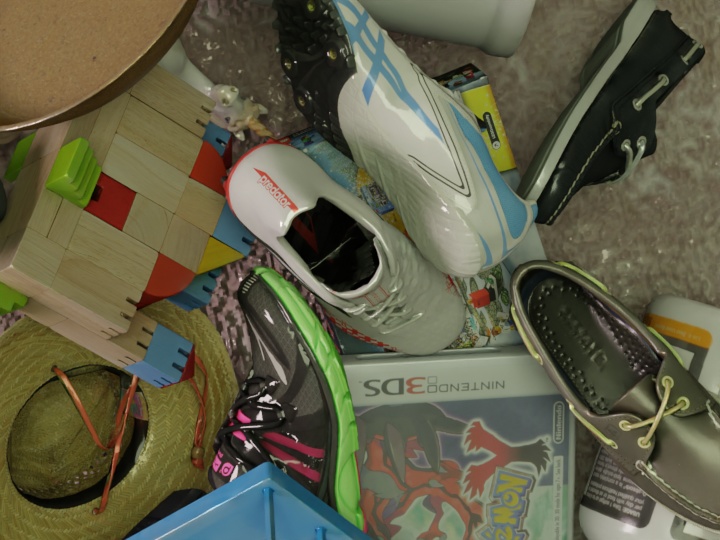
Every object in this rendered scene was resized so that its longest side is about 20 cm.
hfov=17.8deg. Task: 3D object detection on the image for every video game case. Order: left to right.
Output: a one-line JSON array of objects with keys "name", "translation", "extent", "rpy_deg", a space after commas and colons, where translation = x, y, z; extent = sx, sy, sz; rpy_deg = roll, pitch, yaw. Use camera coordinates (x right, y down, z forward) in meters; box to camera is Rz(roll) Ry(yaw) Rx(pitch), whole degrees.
[{"name": "video game case", "translation": [0.040, 0.145, 1.385], "extent": [0.182, 0.023, 0.200], "rpy_deg": [-3, 105, -10]}]

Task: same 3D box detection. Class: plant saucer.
[{"name": "plant saucer", "translation": [-0.155, -0.150, 1.253], "extent": [0.200, 0.200, 0.035], "rpy_deg": [-47, 135, -4]}]

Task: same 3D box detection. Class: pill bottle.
[{"name": "pill bottle", "translation": [0.199, 0.124, 1.384], "extent": [0.116, 0.116, 0.200], "rpy_deg": [20, 89, -6]}]

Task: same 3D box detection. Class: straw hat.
[{"name": "straw hat", "translation": [-0.176, 0.094, 1.353], "extent": [0.201, 0.085, 0.201], "rpy_deg": [-10, 107, -36]}]

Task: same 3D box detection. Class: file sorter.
[{"name": "file sorter", "translation": [-0.039, 0.227, 1.279], "extent": [0.139, 0.123, 0.200], "rpy_deg": [-30, 130, 24]}]

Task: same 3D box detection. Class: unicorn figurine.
[{"name": "unicorn figurine", "translation": [-0.146, -0.119, 1.358], "extent": [0.200, 0.137, 0.074], "rpy_deg": [-7, 53, 15]}]

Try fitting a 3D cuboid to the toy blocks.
[{"name": "toy blocks", "translation": [-0.122, -0.029, 1.282], "extent": [0.137, 0.100, 0.200], "rpy_deg": [31, 63, -24]}]

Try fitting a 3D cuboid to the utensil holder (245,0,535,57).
[{"name": "utensil holder", "translation": [0.006, -0.222, 1.334], "extent": [0.200, 0.170, 0.170], "rpy_deg": [9, 90, -4]}]

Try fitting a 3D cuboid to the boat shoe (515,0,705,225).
[{"name": "boat shoe", "translation": [0.151, -0.090, 1.359], "extent": [0.060, 0.076, 0.200], "rpy_deg": [35, 54, -2]}]

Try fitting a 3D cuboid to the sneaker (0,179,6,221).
[{"name": "sneaker", "translation": [-0.295, -0.028, 1.231], "extent": [0.200, 0.082, 0.073], "rpy_deg": [-8, 111, 14]}]

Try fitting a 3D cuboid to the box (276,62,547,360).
[{"name": "box", "translation": [0.039, -0.006, 1.375], "extent": [0.136, 0.038, 0.200], "rpy_deg": [-21, 111, -5]}]

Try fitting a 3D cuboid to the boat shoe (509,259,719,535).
[{"name": "boat shoe", "translation": [0.157, 0.072, 1.312], "extent": [0.072, 0.060, 0.202], "rpy_deg": [-44, 71, 7]}]

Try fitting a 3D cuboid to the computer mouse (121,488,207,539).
[{"name": "computer mouse", "translation": [-0.077, 0.137, 1.363], "extent": [0.200, 0.034, 0.059], "rpy_deg": [-45, 123, -22]}]

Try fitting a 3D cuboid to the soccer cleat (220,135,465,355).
[{"name": "soccer cleat", "translation": [0.000, 0.000, 1.284], "extent": [0.069, 0.085, 0.200], "rpy_deg": [-45, 130, 3]}]

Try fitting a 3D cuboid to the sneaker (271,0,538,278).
[{"name": "sneaker", "translation": [0.022, -0.088, 1.280], "extent": [0.072, 0.072, 0.200], "rpy_deg": [-35, 89, -38]}]

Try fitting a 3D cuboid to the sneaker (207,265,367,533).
[{"name": "sneaker", "translation": [-0.047, 0.097, 1.305], "extent": [0.084, 0.077, 0.200], "rpy_deg": [-11, 105, -12]}]
